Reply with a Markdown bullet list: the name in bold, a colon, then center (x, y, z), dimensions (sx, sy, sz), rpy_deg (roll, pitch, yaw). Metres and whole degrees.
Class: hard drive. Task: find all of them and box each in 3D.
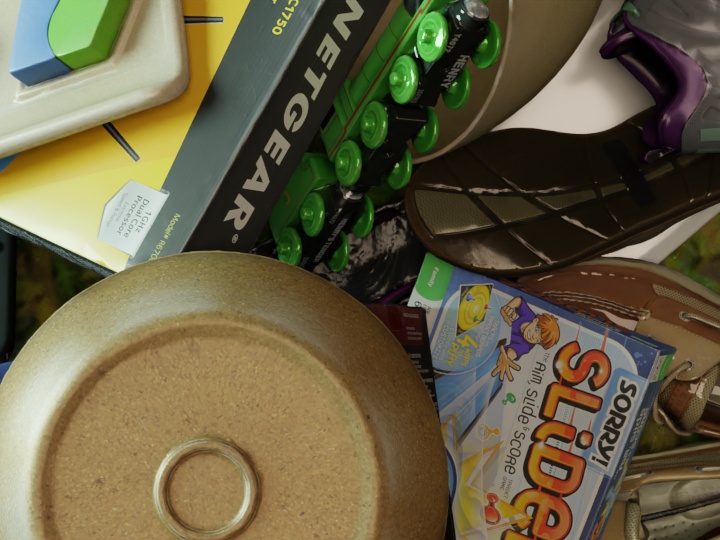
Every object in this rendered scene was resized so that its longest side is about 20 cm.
- **hard drive**: center (0.178, -0.101, 0.874), dimensions (0.200, 0.027, 0.132), rpy_deg (-40, 90, -3)

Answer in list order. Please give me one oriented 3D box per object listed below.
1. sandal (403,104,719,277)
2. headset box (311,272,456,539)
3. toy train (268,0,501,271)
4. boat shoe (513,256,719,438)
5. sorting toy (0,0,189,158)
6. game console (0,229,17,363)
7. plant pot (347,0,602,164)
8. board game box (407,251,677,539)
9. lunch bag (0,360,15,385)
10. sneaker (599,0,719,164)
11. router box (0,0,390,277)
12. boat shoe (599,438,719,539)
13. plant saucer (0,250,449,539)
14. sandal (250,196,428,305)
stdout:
- **sandal**: center (0.119, -0.041, 0.832), dimensions (0.200, 0.055, 0.082), rpy_deg (-19, 70, -18)
- **headset box**: center (-0.010, 0.098, 0.744), dimensions (0.077, 0.149, 0.201), rpy_deg (-10, 85, 15)
- **toy train**: center (0.006, -0.070, 0.764), dimensions (0.042, 0.200, 0.057), rpy_deg (2, 53, -30)
- **boat shoe**: center (0.169, 0.047, 0.834), dimensions (0.199, 0.072, 0.076), rpy_deg (12, 119, -1)
- **sorting toy**: center (-0.176, -0.141, 0.752), dimensions (0.185, 0.036, 0.201), rpy_deg (-16, 63, 17)
- **game console**: center (-0.285, -0.036, 0.805), dimensions (0.199, 0.118, 0.171), rpy_deg (-7, 55, -2)
- **plant pot**: center (0.053, -0.168, 0.807), dimensions (0.134, 0.200, 0.201), rpy_deg (-20, 89, -36)
- **board game box**: center (0.064, 0.107, 0.815), dimensions (0.135, 0.034, 0.201), rpy_deg (23, 99, 24)
- **lunch bag**: center (-0.119, 0.137, 0.737), dimensions (0.132, 0.136, 0.201), rpy_deg (-7, 87, -20)
- **sneaker**: center (0.159, -0.154, 0.814), dimensions (0.087, 0.074, 0.201), rpy_deg (-11, 75, -13)
- **router box**: center (-0.088, -0.092, 0.745), dimensions (0.149, 0.051, 0.200), rpy_deg (22, 79, 31)
- **boat shoe**: center (0.136, 0.135, 0.838), dimensions (0.200, 0.076, 0.072), rpy_deg (-21, 92, 0)
- **plant saucer**: center (-0.062, 0.090, 0.645), dimensions (0.200, 0.035, 0.201), rpy_deg (0, 84, -1)
- **sandal**: center (0.000, -0.001, 0.853), dimensions (0.200, 0.048, 0.075), rpy_deg (-27, 89, -3)
